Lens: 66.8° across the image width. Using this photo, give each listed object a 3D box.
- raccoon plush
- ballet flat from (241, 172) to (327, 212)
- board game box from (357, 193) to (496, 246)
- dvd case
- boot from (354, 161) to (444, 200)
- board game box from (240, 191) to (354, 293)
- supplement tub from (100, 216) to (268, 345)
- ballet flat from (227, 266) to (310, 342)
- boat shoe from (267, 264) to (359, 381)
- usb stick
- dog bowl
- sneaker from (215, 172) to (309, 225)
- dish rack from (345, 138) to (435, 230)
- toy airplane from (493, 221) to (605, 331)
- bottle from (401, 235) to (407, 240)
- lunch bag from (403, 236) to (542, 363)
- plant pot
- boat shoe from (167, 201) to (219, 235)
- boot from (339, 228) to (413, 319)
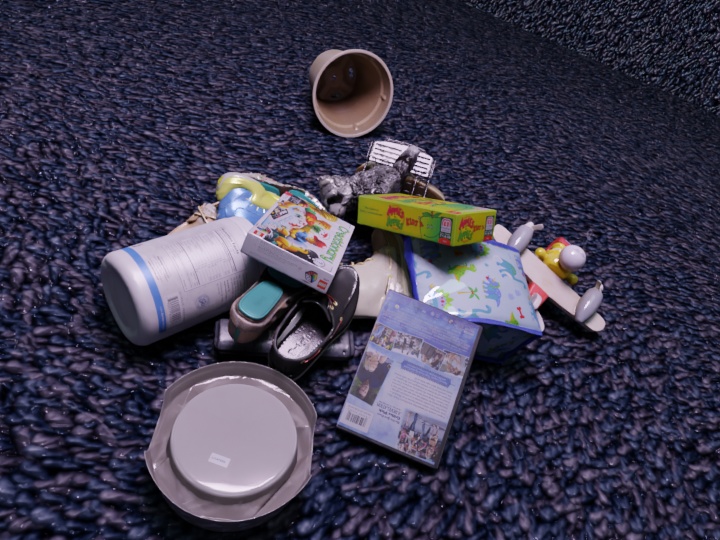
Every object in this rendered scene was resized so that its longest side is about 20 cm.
[{"bbox_3d":[0.010,-0.167,1.015,0.133,0.097,0.200,24,50,15],"label":"raccoon plush"},{"bbox_3d":[-0.136,-0.133,1.019,0.199,0.076,0.064,28,25,7],"label":"ballet flat"},{"bbox_3d":[0.099,-0.084,0.858,0.101,0.048,0.199,-11,20,-42],"label":"board game box"},{"bbox_3d":[0.068,0.142,0.732,0.141,0.018,0.202,22,74,3],"label":"dvd case"},{"bbox_3d":[0.102,-0.203,1.186,0.198,0.073,0.155,23,37,7],"label":"boot"},{"bbox_3d":[-0.083,-0.047,0.794,0.125,0.035,0.200,27,24,-5],"label":"board game box"},{"bbox_3d":[-0.241,0.010,0.766,0.199,0.133,0.132,-24,55,-40],"label":"supplement tub"},{"bbox_3d":[-0.121,0.035,0.758,0.068,0.068,0.200,34,34,10],"label":"ballet flat"},{"bbox_3d":[-0.054,0.061,0.753,0.073,0.063,0.202,32,53,7],"label":"boat shoe"},{"bbox_3d":[-0.107,0.100,0.777,0.198,0.033,0.056,6,43,-14],"label":"usb stick"},{"bbox_3d":[-0.147,0.203,0.636,0.198,0.059,0.201,10,40,-8],"label":"dog bowl"},{"bbox_3d":[-0.155,-0.081,0.915,0.199,0.076,0.106,21,71,-27],"label":"sneaker"},{"bbox_3d":[0.064,-0.165,1.069,0.152,0.055,0.202,17,76,1],"label":"dish rack"},{"bbox_3d":[0.334,0.009,0.967,0.198,0.141,0.201,8,55,-28],"label":"toy airplane"},{"bbox_3d":[0.162,-0.037,1.002,0.198,0.084,0.065,21,1,-15],"label":"bottle"},{"bbox_3d":[0.162,0.038,0.858,0.198,0.128,0.171,16,48,-27],"label":"lunch bag"},{"bbox_3d":[-0.043,-0.455,1.346,0.198,0.202,0.184,-1,31,-21],"label":"plant pot"},{"bbox_3d":[-0.249,-0.082,0.915,0.073,0.070,0.200,33,42,18],"label":"boat shoe"},{"bbox_3d":[0.000,0.000,0.898,0.153,0.072,0.201,3,49,-17],"label":"boot"}]
